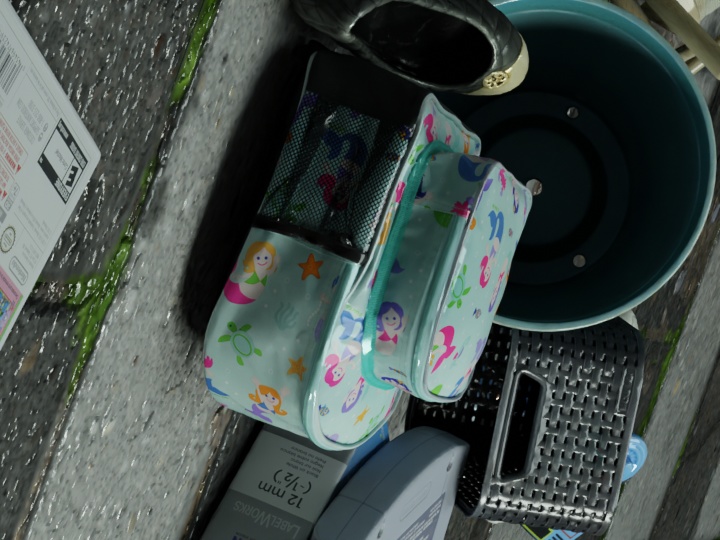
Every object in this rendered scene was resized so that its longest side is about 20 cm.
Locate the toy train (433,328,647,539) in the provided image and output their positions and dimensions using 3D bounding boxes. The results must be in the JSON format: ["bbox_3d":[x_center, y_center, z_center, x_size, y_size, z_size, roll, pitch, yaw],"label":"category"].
[{"bbox_3d":[0.128,0.118,2.169,0.114,0.087,0.200,-40,135,5],"label":"toy train"}]

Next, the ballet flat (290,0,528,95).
[{"bbox_3d":[0.029,-0.123,1.603,0.066,0.057,0.200,-42,148,22],"label":"ballet flat"}]

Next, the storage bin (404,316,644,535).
[{"bbox_3d":[0.105,0.082,1.943,0.200,0.093,0.136,-140,-120,-72],"label":"storage bin"}]

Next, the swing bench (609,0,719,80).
[{"bbox_3d":[0.224,-0.248,1.849,0.199,0.200,0.130,-38,-178,-7],"label":"swing bench"}]

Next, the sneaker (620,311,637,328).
[{"bbox_3d":[0.147,0.105,2.281,0.201,0.081,0.075,-67,165,-2],"label":"sneaker"}]

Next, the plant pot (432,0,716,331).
[{"bbox_3d":[0.109,-0.060,1.827,0.188,0.199,0.201,90,22,-87],"label":"plant pot"}]

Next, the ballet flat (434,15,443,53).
[{"bbox_3d":[0.029,-0.170,1.639,0.070,0.067,0.200,-40,150,-21],"label":"ballet flat"}]

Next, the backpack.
[{"bbox_3d":[0.000,0.000,1.623,0.200,0.150,0.178,-63,164,-2],"label":"backpack"}]

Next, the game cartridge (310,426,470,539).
[{"bbox_3d":[0.009,0.173,1.812,0.200,0.041,0.133,-36,149,-63],"label":"game cartridge"}]

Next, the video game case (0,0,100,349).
[{"bbox_3d":[-0.179,-0.013,1.246,0.182,0.022,0.200,-64,164,-15],"label":"video game case"}]

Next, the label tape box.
[{"bbox_3d":[-0.050,0.177,1.805,0.200,0.066,0.143,-59,161,-24],"label":"label tape box"}]
